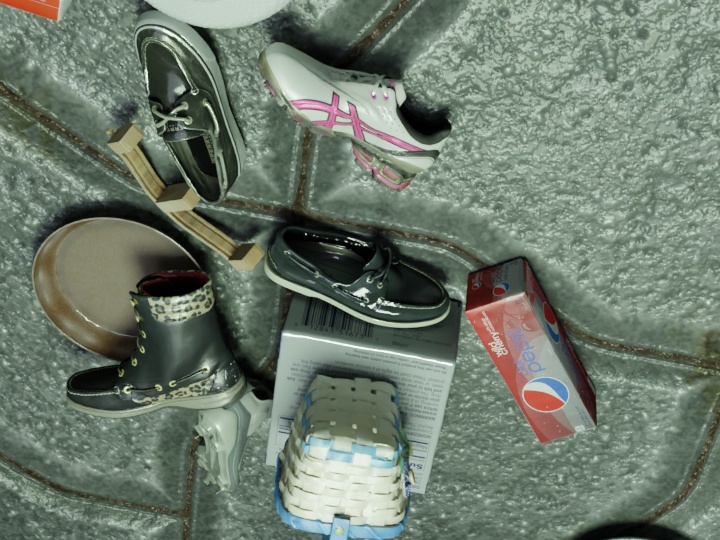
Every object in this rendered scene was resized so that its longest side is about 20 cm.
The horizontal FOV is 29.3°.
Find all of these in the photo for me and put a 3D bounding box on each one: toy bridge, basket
[{"bbox_3d":[-0.184,-0.074,1.391,0.200,0.027,0.067,46,156,-25],"label":"toy bridge"},{"bbox_3d":[-0.019,0.223,1.384,0.138,0.177,0.201,12,118,-6],"label":"basket"}]

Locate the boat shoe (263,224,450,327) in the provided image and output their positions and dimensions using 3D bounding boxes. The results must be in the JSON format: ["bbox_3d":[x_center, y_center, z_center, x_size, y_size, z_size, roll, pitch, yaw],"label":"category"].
[{"bbox_3d":[0.000,-0.002,1.404,0.198,0.075,0.066,21,141,5],"label":"boat shoe"}]

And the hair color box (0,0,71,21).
[{"bbox_3d":[-0.255,-0.330,1.168,0.063,0.111,0.201,17,128,-5],"label":"hair color box"}]

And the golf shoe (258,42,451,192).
[{"bbox_3d":[-0.005,-0.160,1.288,0.199,0.073,0.092,32,120,-28],"label":"golf shoe"}]

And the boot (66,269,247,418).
[{"bbox_3d":[-0.232,0.076,1.471,0.202,0.074,0.155,-4,123,11],"label":"boot"}]

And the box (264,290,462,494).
[{"bbox_3d":[0.002,0.123,1.481,0.182,0.105,0.201,11,128,1],"label":"box"}]

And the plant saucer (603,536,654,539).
[{"bbox_3d":[0.327,0.380,1.669,0.199,0.039,0.202,5,129,6],"label":"plant saucer"}]

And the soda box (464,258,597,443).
[{"bbox_3d":[0.181,0.086,1.449,0.070,0.064,0.201,-19,122,21],"label":"soda box"}]

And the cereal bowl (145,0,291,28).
[{"bbox_3d":[-0.132,-0.294,1.194,0.198,0.084,0.201,5,129,6],"label":"cereal bowl"}]

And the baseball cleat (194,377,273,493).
[{"bbox_3d":[-0.138,0.189,1.579,0.070,0.106,0.200,48,159,16],"label":"baseball cleat"}]

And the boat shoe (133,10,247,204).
[{"bbox_3d":[-0.163,-0.151,1.308,0.070,0.064,0.201,-4,132,25],"label":"boat shoe"}]

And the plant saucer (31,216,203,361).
[{"bbox_3d":[-0.254,0.017,1.488,0.198,0.032,0.201,5,127,6],"label":"plant saucer"}]
